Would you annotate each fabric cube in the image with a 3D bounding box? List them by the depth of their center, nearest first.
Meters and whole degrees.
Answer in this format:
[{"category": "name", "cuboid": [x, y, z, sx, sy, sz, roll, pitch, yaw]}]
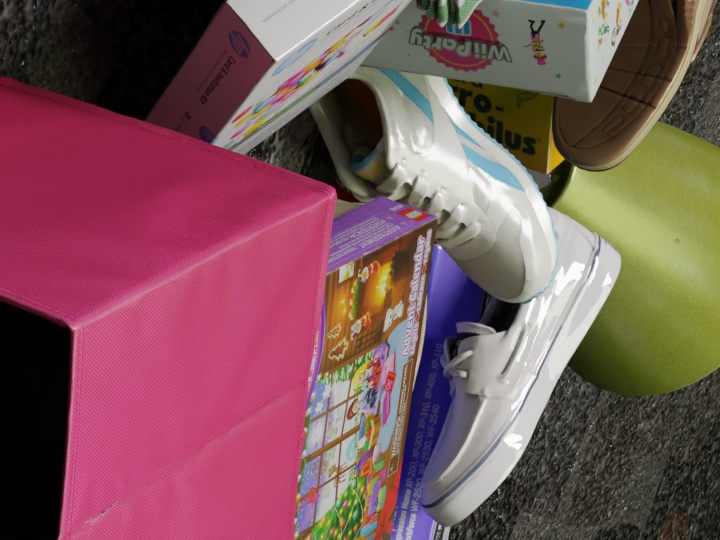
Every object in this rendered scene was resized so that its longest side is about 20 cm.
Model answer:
[{"category": "fabric cube", "cuboid": [-0.151, 0.052, 1.131, 0.199, 0.196, 0.201, -31, 133, -55]}]

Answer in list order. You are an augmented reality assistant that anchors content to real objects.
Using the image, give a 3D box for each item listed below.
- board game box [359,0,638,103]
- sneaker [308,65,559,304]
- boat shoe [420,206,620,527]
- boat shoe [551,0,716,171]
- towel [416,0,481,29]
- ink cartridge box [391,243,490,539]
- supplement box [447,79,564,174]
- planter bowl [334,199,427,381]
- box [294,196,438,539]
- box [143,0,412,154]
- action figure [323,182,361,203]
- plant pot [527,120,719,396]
[{"category": "board game box", "cuboid": [0.086, -0.186, 1.441, 0.200, 0.147, 0.064, -64, 157, -44]}, {"category": "sneaker", "cuboid": [0.034, -0.056, 1.470, 0.200, 0.076, 0.081, 52, 48, -8]}, {"category": "boat shoe", "cuboid": [0.079, 0.054, 1.531, 0.065, 0.074, 0.200, 35, 72, -17]}, {"category": "boat shoe", "cuboid": [0.175, -0.136, 1.536, 0.201, 0.072, 0.072, -67, 153, -22]}, {"category": "towel", "cuboid": [0.072, -0.240, 1.303, 0.149, 0.031, 0.201, -51, 152, -41]}, {"category": "ink cartridge box", "cuboid": [0.046, 0.087, 1.602, 0.200, 0.043, 0.199, 39, 62, -82]}, {"category": "supplement box", "cuboid": [0.122, -0.160, 1.616, 0.200, 0.109, 0.110, -39, 140, -47]}, {"category": "planter bowl", "cuboid": [-0.072, 0.044, 1.346, 0.200, 0.134, 0.201, -43, 144, -44]}, {"category": "box", "cuboid": [-0.023, 0.077, 1.267, 0.137, 0.039, 0.201, -27, 131, -54]}, {"category": "box", "cuboid": [-0.032, -0.115, 1.272, 0.156, 0.041, 0.200, -39, 176, -30]}, {"category": "action figure", "cuboid": [0.000, 0.000, 1.557, 0.066, 0.052, 0.200, -61, 158, -7]}, {"category": "plant pot", "cuboid": [0.152, -0.033, 1.713, 0.200, 0.187, 0.188, 29, 81, -50]}]
